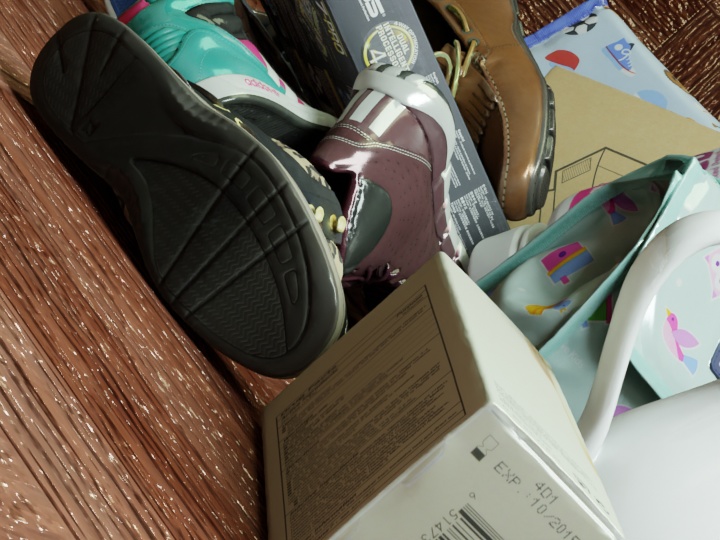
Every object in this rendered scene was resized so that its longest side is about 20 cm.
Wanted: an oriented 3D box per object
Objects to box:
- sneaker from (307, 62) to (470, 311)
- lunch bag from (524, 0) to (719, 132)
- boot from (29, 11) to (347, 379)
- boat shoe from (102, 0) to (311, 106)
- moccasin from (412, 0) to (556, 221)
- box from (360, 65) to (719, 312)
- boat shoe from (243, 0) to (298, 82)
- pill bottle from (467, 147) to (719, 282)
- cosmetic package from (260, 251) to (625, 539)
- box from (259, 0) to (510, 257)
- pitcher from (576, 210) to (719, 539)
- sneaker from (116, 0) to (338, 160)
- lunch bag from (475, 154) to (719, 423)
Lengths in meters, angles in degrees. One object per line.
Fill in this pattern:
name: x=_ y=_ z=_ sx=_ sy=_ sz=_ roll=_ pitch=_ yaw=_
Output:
sneaker: x=0.000 y=0.000 z=1.351 sx=0.076 sy=0.116 sz=0.200 roll=15 pitch=-46 yaw=32
lunch bag: x=0.169 y=-0.042 z=1.638 sx=0.170 sy=0.124 sz=0.200 roll=53 pitch=-14 yaw=38
boot: x=-0.049 y=-0.018 z=1.139 sx=0.200 sy=0.073 sz=0.151 roll=46 pitch=6 yaw=29
boat shoe: x=-0.085 y=-0.121 z=1.489 sx=0.200 sy=0.072 sz=0.072 roll=58 pitch=3 yaw=0
moccasin: x=0.065 y=-0.103 z=1.489 sx=0.074 sy=0.078 sz=0.201 roll=99 pitch=-15 yaw=-47
box: x=0.123 y=-0.019 z=1.478 sx=0.163 sy=0.200 sz=0.021 roll=25 pitch=-30 yaw=29
boat shoe: x=-0.066 y=-0.140 z=1.684 sx=0.074 sy=0.060 sz=0.200 roll=52 pitch=9 yaw=37
pill bottle: x=0.163 y=0.002 z=1.337 sx=0.113 sy=0.200 sz=0.113 roll=44 pitch=37 yaw=-47
cosmetic package: x=0.024 y=0.073 z=0.949 sx=0.071 sy=0.105 sz=0.200 roll=46 pitch=9 yaw=-13
box: x=0.001 y=-0.110 z=1.438 sx=0.200 sy=0.049 sz=0.161 roll=64 pitch=-9 yaw=-24
pitcher: x=0.121 y=0.085 z=1.046 sx=0.172 sy=0.200 sz=0.121 roll=46 pitch=7 yaw=-23
sneaker: x=-0.074 y=-0.097 z=1.370 sx=0.121 sy=0.084 sz=0.200 roll=58 pitch=9 yaw=22
lunch bag: x=0.129 y=0.062 z=1.232 sx=0.170 sy=0.200 sz=0.122 roll=46 pitch=8 yaw=-25
